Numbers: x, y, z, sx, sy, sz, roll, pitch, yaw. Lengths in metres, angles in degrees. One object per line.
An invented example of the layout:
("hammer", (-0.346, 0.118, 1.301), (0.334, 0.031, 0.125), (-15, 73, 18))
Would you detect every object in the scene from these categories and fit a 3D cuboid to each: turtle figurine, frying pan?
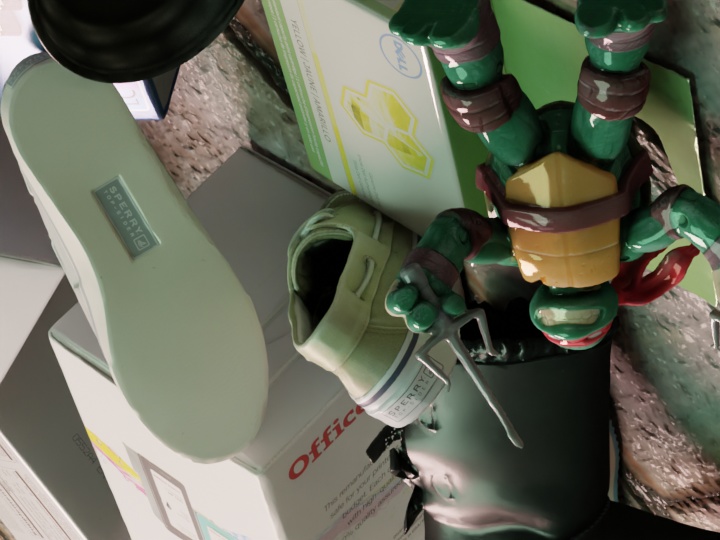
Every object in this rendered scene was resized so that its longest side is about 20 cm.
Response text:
("turtle figurine", (0.077, -0.021, 1.115), (0.101, 0.150, 0.200), (-109, 5, -54))
("frying pan", (-0.103, -0.159, 1.218), (0.031, 0.115, 0.190), (42, 161, 44))

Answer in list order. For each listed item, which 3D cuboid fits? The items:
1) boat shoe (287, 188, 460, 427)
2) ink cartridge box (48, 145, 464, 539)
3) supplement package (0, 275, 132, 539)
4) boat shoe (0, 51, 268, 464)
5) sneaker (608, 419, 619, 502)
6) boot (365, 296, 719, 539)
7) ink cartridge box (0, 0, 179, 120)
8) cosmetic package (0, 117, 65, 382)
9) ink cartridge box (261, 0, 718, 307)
("boat shoe", (0.000, 0.000, 1.287), (0.062, 0.072, 0.200), (37, -169, -18))
("ink cartridge box", (-0.035, 0.074, 1.458), (0.146, 0.147, 0.200), (31, 154, 30))
("supplement package", (-0.136, 0.074, 1.620), (0.111, 0.156, 0.200), (5, 136, 56))
("boat shoe", (-0.105, -0.007, 1.313), (0.200, 0.072, 0.069), (58, 176, -16))
("sneaker", (0.074, 0.106, 1.410), (0.077, 0.081, 0.200), (28, 148, 38))
("boot", (0.104, 0.093, 1.323), (0.198, 0.073, 0.163), (-3, 110, 11))
("ink cartridge box", (-0.189, -0.139, 1.337), (0.200, 0.076, 0.136), (3, 142, 18))
("cosmetic package", (-0.254, -0.012, 1.479), (0.199, 0.123, 0.200), (-56, 36, 35))
("ink cartridge box", (0.050, -0.059, 1.212), (0.200, 0.048, 0.146), (33, 155, 33))
